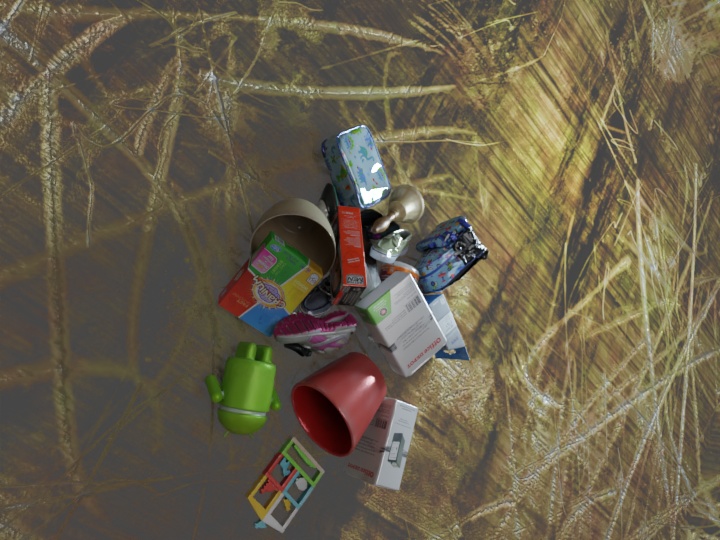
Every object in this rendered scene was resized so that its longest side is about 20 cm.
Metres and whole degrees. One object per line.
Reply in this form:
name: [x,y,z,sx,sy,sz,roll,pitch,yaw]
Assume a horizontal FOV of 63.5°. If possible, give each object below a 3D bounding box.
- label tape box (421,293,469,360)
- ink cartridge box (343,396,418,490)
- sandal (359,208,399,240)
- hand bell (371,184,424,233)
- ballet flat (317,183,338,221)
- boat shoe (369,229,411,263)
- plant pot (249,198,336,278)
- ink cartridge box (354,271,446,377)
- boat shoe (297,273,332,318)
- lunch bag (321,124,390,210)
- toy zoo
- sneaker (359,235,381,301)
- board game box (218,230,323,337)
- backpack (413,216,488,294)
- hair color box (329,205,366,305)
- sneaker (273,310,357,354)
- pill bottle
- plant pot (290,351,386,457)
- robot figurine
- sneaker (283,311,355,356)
label tape box: [0.198,0.168,1.582,0.065,0.142,0.205,-30,104,-32]
ink cartridge box: [0.049,0.426,1.458,0.083,0.144,0.206,25,73,-31]
sandal: [0.047,-0.110,1.511,0.197,0.048,0.077,7,119,-51]
hand bell: [0.077,-0.137,1.459,0.199,0.102,0.107,-40,110,-53]
ballet flat: [-0.082,-0.113,1.454,0.066,0.068,0.207,-11,93,-26]
boat shoe: [0.080,-0.069,1.519,0.199,0.070,0.064,-29,143,-65]
plant pot: [-0.151,-0.087,1.347,0.198,0.199,0.137,35,33,-27]
ink cartridge box: [0.099,0.130,1.417,0.144,0.084,0.204,-35,106,-17]
boat shoe: [-0.076,0.038,1.403,0.074,0.094,0.199,35,41,13]
lunch bag: [-0.007,-0.260,1.495,0.160,0.081,0.205,-34,106,-45]
toy zoo: [-0.183,0.513,1.364,0.201,0.020,0.132,-49,114,-28]
sneaker: [0.000,0.000,1.505,0.072,0.084,0.206,13,57,-47]
board game box: [-0.201,0.035,1.303,0.151,0.041,0.201,35,107,-27]
backpack: [0.223,-0.032,1.603,0.199,0.182,0.136,-40,100,-17]
hair color box: [-0.034,-0.034,1.349,0.059,0.102,0.206,4,61,-19]
sneaker: [-0.104,0.153,1.329,0.193,0.082,0.091,-1,118,-20]
pill bottle: [0.084,0.088,1.528,0.107,0.108,0.206,24,74,-31]
plant pot: [-0.040,0.305,1.390,0.176,0.197,0.205,-36,106,-41]
robot figurine: [-0.250,0.263,1.277,0.172,0.114,0.207,16,78,-38]
sneaker: [-0.106,0.163,1.418,0.194,0.070,0.103,13,81,-28]
